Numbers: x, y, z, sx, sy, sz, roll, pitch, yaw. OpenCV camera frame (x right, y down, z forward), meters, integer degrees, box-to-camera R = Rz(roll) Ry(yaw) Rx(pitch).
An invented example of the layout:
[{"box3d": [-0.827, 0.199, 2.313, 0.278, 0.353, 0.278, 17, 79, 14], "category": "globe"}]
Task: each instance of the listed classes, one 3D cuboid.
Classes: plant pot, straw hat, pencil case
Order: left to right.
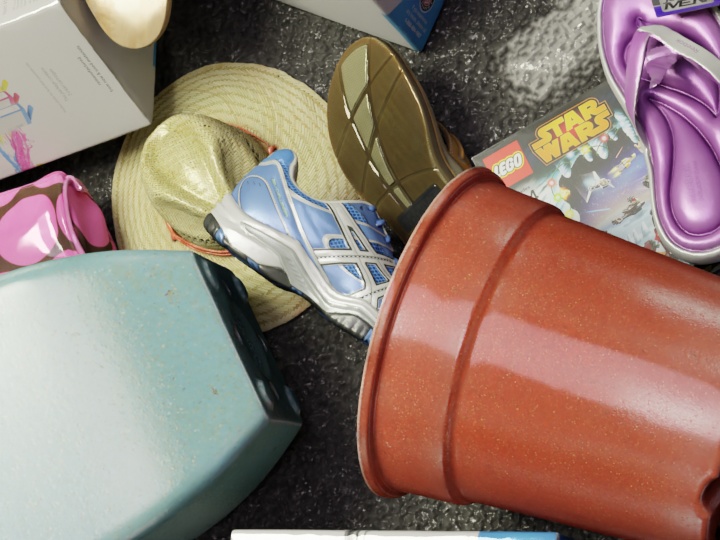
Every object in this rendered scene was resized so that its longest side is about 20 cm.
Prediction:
[{"box3d": [-0.269, -0.008, 1.281, 0.200, 0.091, 0.094, -14, 77, 14], "category": "pencil case"}, {"box3d": [-0.154, 0.085, 1.157, 0.200, 0.196, 0.196, -27, 80, 5], "category": "plant pot"}, {"box3d": [-0.102, -0.060, 1.236, 0.201, 0.085, 0.201, -5, 76, 18], "category": "straw hat"}, {"box3d": [0.129, 0.063, 1.034, 0.195, 0.201, 0.201, 17, 84, 23], "category": "plant pot"}]

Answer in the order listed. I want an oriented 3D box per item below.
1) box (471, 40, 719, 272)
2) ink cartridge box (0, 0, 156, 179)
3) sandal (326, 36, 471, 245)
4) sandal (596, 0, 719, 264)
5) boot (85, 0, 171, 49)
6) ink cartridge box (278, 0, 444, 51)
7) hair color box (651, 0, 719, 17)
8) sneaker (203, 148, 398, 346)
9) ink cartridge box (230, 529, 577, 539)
[{"box3d": [0.188, -0.059, 1.159, 0.200, 0.040, 0.137, -30, 69, 11], "category": "box"}, {"box3d": [-0.258, -0.151, 1.270, 0.200, 0.125, 0.129, -18, 47, 17], "category": "ink cartridge box"}, {"box3d": [0.045, -0.060, 1.202, 0.080, 0.054, 0.200, -37, 83, 33], "category": "sandal"}, {"box3d": [0.195, -0.104, 1.117, 0.082, 0.050, 0.203, -19, 69, 14], "category": "sandal"}, {"box3d": [-0.145, -0.239, 1.249, 0.071, 0.144, 0.201, -16, 83, 15], "category": "boot"}, {"box3d": [-0.001, -0.278, 1.219, 0.146, 0.147, 0.200, 23, 85, 23], "category": "ink cartridge box"}, {"box3d": [0.225, -0.258, 1.144, 0.109, 0.065, 0.200, -9, 51, 17], "category": "hair color box"}, {"box3d": [0.000, 0.000, 1.168, 0.200, 0.076, 0.077, 35, 85, -4], "category": "sneaker"}, {"box3d": [0.036, 0.200, 1.094, 0.200, 0.145, 0.084, -2, 77, 18], "category": "ink cartridge box"}]
